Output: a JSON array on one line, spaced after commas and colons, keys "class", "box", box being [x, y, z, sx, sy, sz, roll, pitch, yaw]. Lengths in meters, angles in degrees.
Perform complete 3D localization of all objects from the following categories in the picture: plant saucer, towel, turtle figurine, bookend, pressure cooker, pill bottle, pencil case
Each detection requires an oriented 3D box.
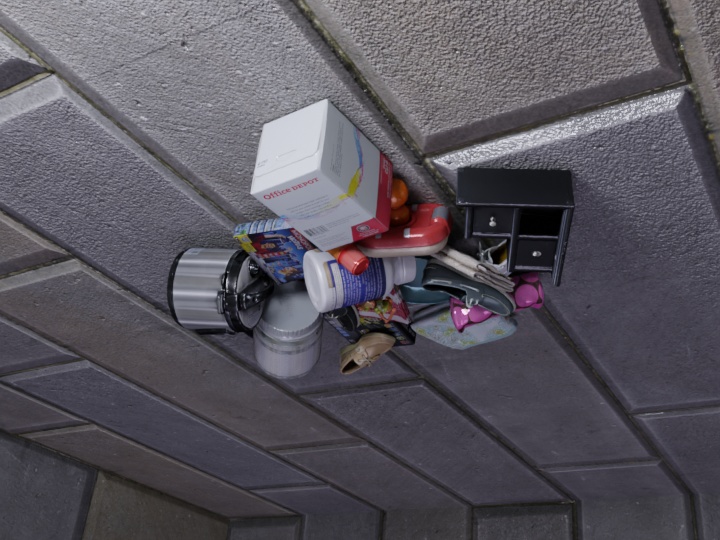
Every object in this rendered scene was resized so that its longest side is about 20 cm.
[{"class": "plant saucer", "box": [0.124, 0.011, 1.756, 0.197, 0.036, 0.201, 5, 151, 3]}, {"class": "towel", "box": [0.020, 0.040, 1.762, 0.142, 0.023, 0.201, 8, 142, 32]}, {"class": "turtle figurine", "box": [0.004, 0.051, 1.694, 0.159, 0.065, 0.200, 23, 176, -8]}, {"class": "towel", "box": [0.238, 0.124, 1.925, 0.170, 0.049, 0.199, 26, 145, -33]}, {"class": "bookend", "box": [0.265, -0.076, 1.472, 0.197, 0.093, 0.200, 3, 137, 6]}, {"class": "pressure cooker", "box": [-0.282, 0.041, 1.727, 0.197, 0.178, 0.179, 1, 148, 15]}, {"class": "pill bottle", "box": [0.000, 0.000, 1.586, 0.197, 0.121, 0.120, -14, 156, -17]}, {"class": "towel", "box": [0.188, -0.019, 1.552, 0.132, 0.035, 0.199, 22, -174, -44]}, {"class": "pencil case", "box": [0.285, 0.066, 1.734, 0.197, 0.092, 0.094, -16, 143, 7]}]

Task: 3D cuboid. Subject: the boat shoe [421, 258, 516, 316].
[{"class": "boat shoe", "box": [0.211, 0.049, 1.646, 0.198, 0.062, 0.073, 27, 149, 2]}]

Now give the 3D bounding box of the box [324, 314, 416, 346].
[{"class": "box", "box": [0.021, 0.121, 1.958, 0.159, 0.050, 0.200, -6, 148, 27]}]

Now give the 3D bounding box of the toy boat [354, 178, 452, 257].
[{"class": "toy boat", "box": [0.064, -0.104, 1.503, 0.197, 0.131, 0.132, -3, 120, 14]}]

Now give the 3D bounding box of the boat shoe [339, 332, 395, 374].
[{"class": "boat shoe", "box": [0.016, 0.202, 1.986, 0.071, 0.065, 0.199, 22, 149, -25]}]

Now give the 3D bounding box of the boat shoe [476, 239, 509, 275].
[{"class": "boat shoe", "box": [0.263, -0.023, 1.630, 0.085, 0.076, 0.201, 24, 143, -31]}]

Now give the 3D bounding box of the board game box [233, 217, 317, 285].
[{"class": "board game box", "box": [-0.119, -0.053, 1.660, 0.197, 0.062, 0.200, -7, 148, 20]}]

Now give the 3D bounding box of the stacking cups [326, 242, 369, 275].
[{"class": "stacking cups", "box": [-0.064, -0.063, 1.501, 0.060, 0.200, 0.061, -33, 152, -20]}]

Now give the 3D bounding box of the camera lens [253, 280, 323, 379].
[{"class": "camera lens", "box": [-0.165, 0.138, 1.884, 0.157, 0.162, 0.201, 6, 140, -1]}]

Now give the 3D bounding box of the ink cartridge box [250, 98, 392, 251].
[{"class": "ink cartridge box", "box": [-0.060, -0.154, 1.379, 0.144, 0.146, 0.200, -15, 145, 32]}]

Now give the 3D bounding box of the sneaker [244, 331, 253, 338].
[{"class": "sneaker", "box": [-0.198, 0.155, 2.039, 0.197, 0.075, 0.088, 11, 161, -3]}]

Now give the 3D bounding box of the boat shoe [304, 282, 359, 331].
[{"class": "boat shoe", "box": [-0.063, 0.071, 1.811, 0.071, 0.068, 0.201, 17, 149, 38]}]
